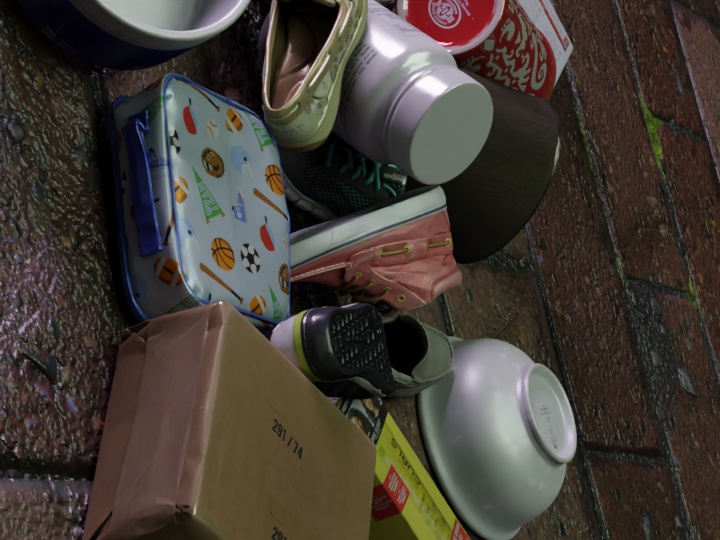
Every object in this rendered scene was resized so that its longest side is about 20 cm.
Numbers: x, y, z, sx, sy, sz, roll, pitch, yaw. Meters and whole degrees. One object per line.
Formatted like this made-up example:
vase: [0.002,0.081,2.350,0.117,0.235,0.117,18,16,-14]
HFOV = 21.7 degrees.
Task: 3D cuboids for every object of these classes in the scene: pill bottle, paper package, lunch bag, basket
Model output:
pill bottle: [0.012,-0.161,1.596,0.200,0.114,0.113,39,7,37]
paper package: [-0.088,0.158,1.317,0.200,0.103,0.192,47,36,-38]
lunch bag: [-0.125,-0.047,1.423,0.160,0.075,0.202,19,56,-53]
basket: [0.066,-0.121,1.753,0.199,0.181,0.136,26,8,-41]

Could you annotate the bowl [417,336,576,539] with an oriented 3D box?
bowl: [0.141,0.145,1.757,0.201,0.090,0.202,40,39,-42]

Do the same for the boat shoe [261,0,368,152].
boat shoe: [-0.040,-0.197,1.527,0.063,0.073,0.202,58,35,-61]

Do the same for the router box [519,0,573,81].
router box: [0.163,-0.298,2.145,0.201,0.049,0.180,60,29,-17]

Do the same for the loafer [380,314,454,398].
loafer: [0.034,0.073,1.629,0.199,0.069,0.071,-2,74,-60]

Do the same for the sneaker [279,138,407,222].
sneaker: [-0.004,-0.077,1.643,0.200,0.091,0.078,46,34,-37]

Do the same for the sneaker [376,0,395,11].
sneaker: [-0.018,-0.297,1.739,0.200,0.080,0.089,78,-8,-75]

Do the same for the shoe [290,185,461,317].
shoe: [0.000,0.000,1.562,0.199,0.071,0.092,-21,99,-33]

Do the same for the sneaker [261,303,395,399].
sneaker: [-0.033,0.063,1.447,0.200,0.082,0.072,28,49,-69]

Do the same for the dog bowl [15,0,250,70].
dog bowl: [-0.174,-0.255,1.405,0.199,0.079,0.202,14,67,-38]

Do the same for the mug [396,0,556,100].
mug: [0.092,-0.232,1.860,0.134,0.176,0.200,-67,160,-7]

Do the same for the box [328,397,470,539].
box: [0.019,0.180,1.553,0.201,0.050,0.075,59,28,-20]

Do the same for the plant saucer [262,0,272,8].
plant saucer: [-0.078,-0.341,1.665,0.200,0.048,0.202,88,-4,-63]
